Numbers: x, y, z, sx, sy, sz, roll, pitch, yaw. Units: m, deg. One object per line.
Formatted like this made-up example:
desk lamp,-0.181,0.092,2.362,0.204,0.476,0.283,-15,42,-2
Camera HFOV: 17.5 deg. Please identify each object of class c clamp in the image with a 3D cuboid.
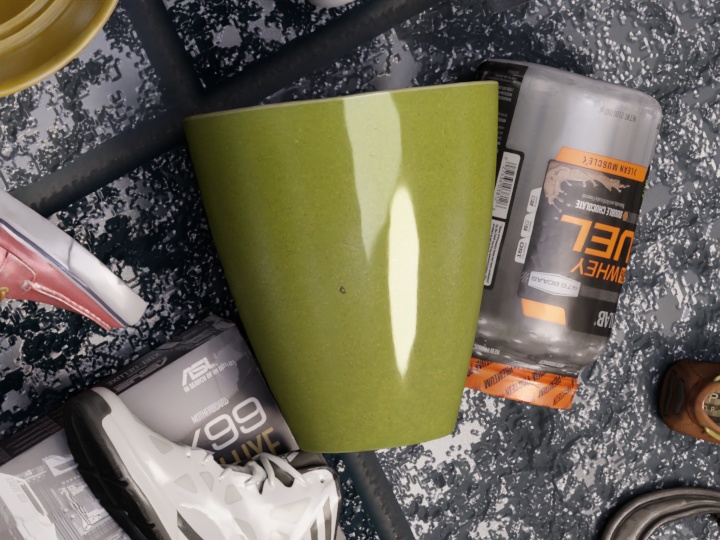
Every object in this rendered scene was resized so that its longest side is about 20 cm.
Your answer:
c clamp,0.242,0.234,1.597,0.170,0.027,0.202,-18,105,-13

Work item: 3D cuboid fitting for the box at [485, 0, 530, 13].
box,0.102,-0.271,1.406,0.158,0.051,0.200,59,41,-17

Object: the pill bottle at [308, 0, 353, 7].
pill bottle,-0.025,-0.266,1.378,0.108,0.109,0.201,-32,107,-14

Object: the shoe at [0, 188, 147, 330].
shoe,-0.226,-0.004,1.359,0.200,0.071,0.091,36,85,-16

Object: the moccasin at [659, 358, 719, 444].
moccasin,0.301,0.096,1.570,0.200,0.078,0.074,15,91,-22

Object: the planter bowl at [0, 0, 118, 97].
planter bowl,-0.231,-0.202,1.312,0.199,0.083,0.202,-7,111,-19

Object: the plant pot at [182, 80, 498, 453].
plant pot,0.000,0.000,1.368,0.186,0.187,0.202,-8,93,-20

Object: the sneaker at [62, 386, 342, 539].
sneaker,-0.086,0.122,1.382,0.115,0.075,0.201,-44,117,-20

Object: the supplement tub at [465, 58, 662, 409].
supplement tub,0.109,-0.023,1.456,0.122,0.122,0.202,12,93,-22

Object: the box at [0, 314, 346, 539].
box,-0.130,0.145,1.424,0.199,0.050,0.159,-30,106,-15
